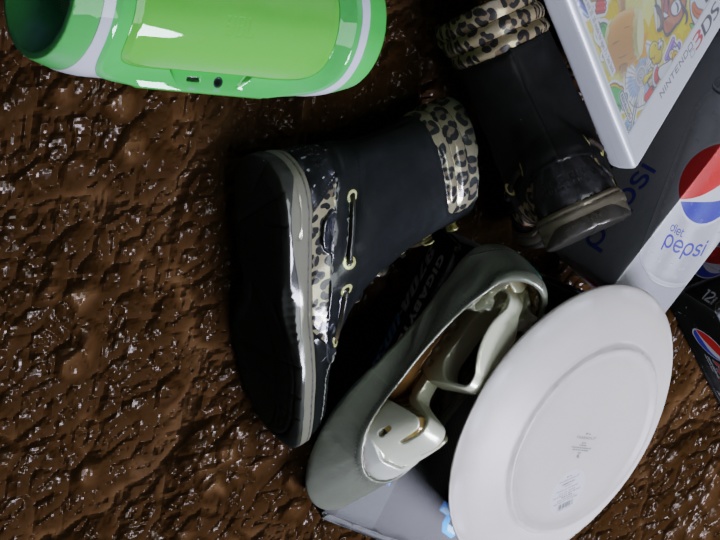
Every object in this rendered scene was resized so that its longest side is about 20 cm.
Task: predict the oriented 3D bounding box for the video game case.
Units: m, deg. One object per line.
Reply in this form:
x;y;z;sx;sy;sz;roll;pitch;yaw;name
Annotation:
0.174;-0.195;1.267;0.182;0.023;0.200;-56;138;-27;video game case

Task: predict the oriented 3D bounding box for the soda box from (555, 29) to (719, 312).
0.223;-0.066;1.392;0.200;0.068;0.063;-52;135;-1;soda box

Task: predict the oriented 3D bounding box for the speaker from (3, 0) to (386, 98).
-0.084;-0.139;1.090;0.199;0.088;0.089;2;114;-39;speaker

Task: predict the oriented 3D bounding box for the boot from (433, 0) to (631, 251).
0.101;-0.091;1.254;0.073;0.200;0.151;-25;94;4;boot

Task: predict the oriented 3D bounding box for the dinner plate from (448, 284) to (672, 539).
0.135;0.103;1.307;0.199;0.024;0.201;-25;132;-31;dinner plate

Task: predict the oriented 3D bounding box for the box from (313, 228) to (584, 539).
0.078;0.092;1.346;0.158;0.046;0.201;23;100;-22;box

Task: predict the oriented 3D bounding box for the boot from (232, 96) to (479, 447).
0.001;0.000;1.250;0.153;0.073;0.205;-24;130;-31;boot

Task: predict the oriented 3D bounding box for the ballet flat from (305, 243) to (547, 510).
0.040;0.072;1.260;0.067;0.064;0.200;37;91;-39;ballet flat

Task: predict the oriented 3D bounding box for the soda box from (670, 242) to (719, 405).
0.286;0.055;1.511;0.063;0.071;0.200;-44;134;-11;soda box
